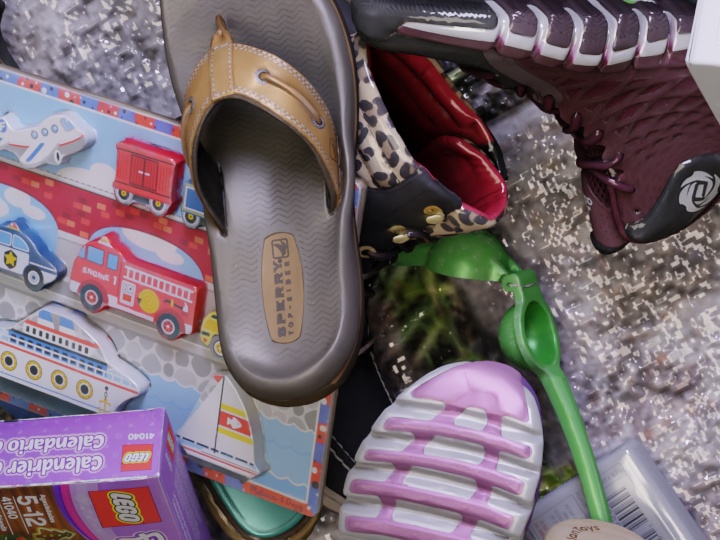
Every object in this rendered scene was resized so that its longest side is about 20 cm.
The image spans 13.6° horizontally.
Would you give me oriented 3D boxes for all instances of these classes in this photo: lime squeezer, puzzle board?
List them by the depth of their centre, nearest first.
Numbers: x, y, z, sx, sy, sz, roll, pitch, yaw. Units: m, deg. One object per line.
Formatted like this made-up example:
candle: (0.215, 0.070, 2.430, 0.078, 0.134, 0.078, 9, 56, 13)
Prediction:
puzzle board: (-0.094, 0.007, 1.289, 0.199, 0.017, 0.152, 19, 112, 26)
lime squeezer: (0.053, 0.027, 1.318, 0.200, 0.038, 0.071, 42, 96, 15)

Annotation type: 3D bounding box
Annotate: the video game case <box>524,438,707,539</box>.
video game case: (0.107, 0.205, 1.348, 0.182, 0.024, 0.201, -36, 88, 22)

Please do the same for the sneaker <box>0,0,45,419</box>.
sneaker: (-0.161, -0.028, 1.374, 0.078, 0.070, 0.201, -26, 89, 29)

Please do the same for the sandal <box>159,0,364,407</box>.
sandal: (-0.044, -0.046, 1.207, 0.081, 0.055, 0.201, -9, 77, 21)

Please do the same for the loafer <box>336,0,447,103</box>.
loafer: (-0.029, -0.155, 1.305, 0.200, 0.073, 0.072, 46, 104, 1)

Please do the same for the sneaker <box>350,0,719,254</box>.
sneaker: (0.087, -0.062, 1.248, 0.199, 0.076, 0.116, 4, 114, -14)

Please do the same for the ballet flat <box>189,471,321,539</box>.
ballet flat: (-0.080, 0.038, 1.361, 0.068, 0.063, 0.201, -26, 86, -1)

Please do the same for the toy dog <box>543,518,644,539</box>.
toy dog: (0.144, 0.177, 1.260, 0.199, 0.096, 0.133, -3, 111, 19)

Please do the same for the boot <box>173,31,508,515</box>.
boot: (0.000, 0.000, 1.287, 0.150, 0.073, 0.201, -29, 93, 35)

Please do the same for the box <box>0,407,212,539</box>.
box: (-0.132, 0.138, 1.333, 0.136, 0.039, 0.201, -5, 140, 9)

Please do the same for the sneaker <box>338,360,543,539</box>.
sneaker: (0.034, 0.131, 1.300, 0.080, 0.088, 0.201, 19, 103, 18)

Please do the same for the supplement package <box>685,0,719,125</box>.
supplement package: (0.222, -0.146, 1.142, 0.151, 0.151, 0.201, 8, 80, 17)
